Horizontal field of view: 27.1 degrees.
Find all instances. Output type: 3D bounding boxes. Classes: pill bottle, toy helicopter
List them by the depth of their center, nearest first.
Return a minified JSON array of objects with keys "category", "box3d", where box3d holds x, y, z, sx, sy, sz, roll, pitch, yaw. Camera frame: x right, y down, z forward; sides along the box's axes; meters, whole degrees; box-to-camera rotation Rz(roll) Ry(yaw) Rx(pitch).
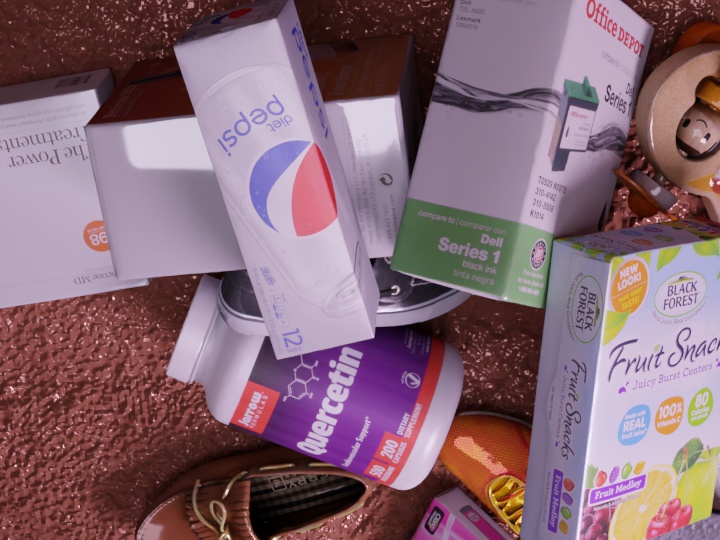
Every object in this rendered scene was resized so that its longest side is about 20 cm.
[{"category":"toy helicopter","box3d":[0.236,-0.058,1.005,0.132,0.079,0.200,-36,126,-10]},{"category":"pill bottle","box3d":[-0.033,0.075,1.072,0.199,0.113,0.113,21,113,-4]}]

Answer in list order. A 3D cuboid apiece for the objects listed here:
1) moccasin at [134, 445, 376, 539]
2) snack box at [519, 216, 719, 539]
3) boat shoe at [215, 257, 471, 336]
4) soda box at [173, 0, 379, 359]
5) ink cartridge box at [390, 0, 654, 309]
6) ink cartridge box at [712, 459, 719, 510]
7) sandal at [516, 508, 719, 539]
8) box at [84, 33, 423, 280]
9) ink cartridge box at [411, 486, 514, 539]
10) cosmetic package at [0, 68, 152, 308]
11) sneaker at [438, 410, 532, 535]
[{"category":"moccasin","box3d":[-0.081,0.183,1.142,0.200,0.078,0.074,-15,111,11]},{"category":"snack box","box3d":[0.175,0.074,0.948,0.142,0.053,0.201,-9,111,-40]},{"category":"boat shoe","box3d":[0.000,0.000,1.023,0.199,0.069,0.057,-11,145,-21]},{"category":"soda box","box3d":[-0.045,-0.054,0.877,0.063,0.068,0.201,-13,110,10]},{"category":"ink cartridge box","box3d":[0.105,-0.082,0.935,0.084,0.146,0.201,15,92,28]},{"category":"ink cartridge box","box3d":[0.244,0.130,1.083,0.199,0.059,0.104,-23,112,-18]},{"category":"sandal","box3d":[0.197,0.194,1.027,0.199,0.043,0.077,10,93,-17]},{"category":"box","box3d":[-0.061,-0.078,0.988,0.199,0.152,0.107,-5,113,6]},{"category":"ink cartridge box","box3d":[0.114,0.263,1.122,0.200,0.037,0.095,40,123,24]},{"category":"cosmetic package","box3d":[-0.259,-0.051,1.073,0.199,0.052,0.151,-9,115,9]},{"category":"sneaker","box3d":[0.139,0.176,1.122,0.200,0.077,0.073,37,113,-9]}]
